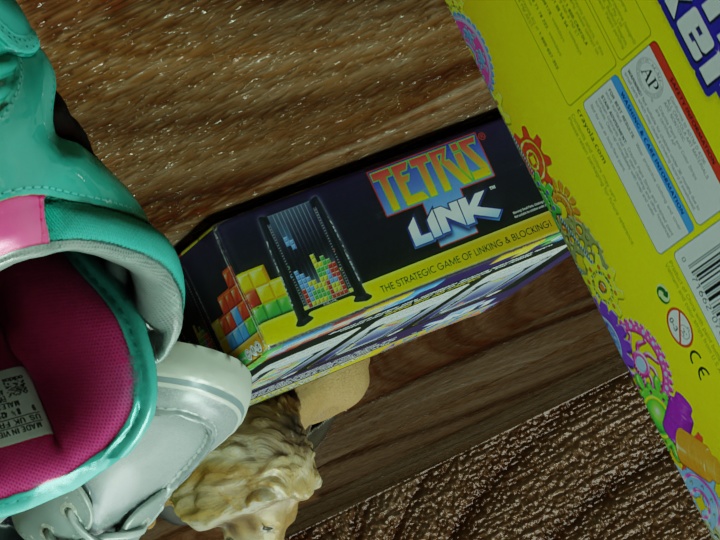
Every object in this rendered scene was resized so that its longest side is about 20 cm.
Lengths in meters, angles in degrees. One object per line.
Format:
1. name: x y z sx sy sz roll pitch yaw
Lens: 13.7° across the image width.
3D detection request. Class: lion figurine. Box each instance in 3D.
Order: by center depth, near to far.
1. lion figurine: -0.043 0.063 1.360 0.122 0.073 0.200 -20 -161 34

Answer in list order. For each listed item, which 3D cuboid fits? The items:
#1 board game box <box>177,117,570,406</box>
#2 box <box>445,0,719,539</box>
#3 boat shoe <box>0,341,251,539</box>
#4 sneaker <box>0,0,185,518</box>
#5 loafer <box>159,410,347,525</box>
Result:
1. board game box: 0.000 0.000 1.231 0.199 0.057 0.165 -21 173 -31
2. box: 0.144 -0.063 0.721 0.192 0.201 0.122 -23 171 -27
3. boat shoe: -0.104 0.087 1.168 0.070 0.072 0.201 19 150 -26
4. sneaker: -0.092 -0.004 0.635 0.083 0.121 0.200 -24 173 -14
5. loafer: -0.067 0.072 1.492 0.071 0.073 0.200 -41 171 17
